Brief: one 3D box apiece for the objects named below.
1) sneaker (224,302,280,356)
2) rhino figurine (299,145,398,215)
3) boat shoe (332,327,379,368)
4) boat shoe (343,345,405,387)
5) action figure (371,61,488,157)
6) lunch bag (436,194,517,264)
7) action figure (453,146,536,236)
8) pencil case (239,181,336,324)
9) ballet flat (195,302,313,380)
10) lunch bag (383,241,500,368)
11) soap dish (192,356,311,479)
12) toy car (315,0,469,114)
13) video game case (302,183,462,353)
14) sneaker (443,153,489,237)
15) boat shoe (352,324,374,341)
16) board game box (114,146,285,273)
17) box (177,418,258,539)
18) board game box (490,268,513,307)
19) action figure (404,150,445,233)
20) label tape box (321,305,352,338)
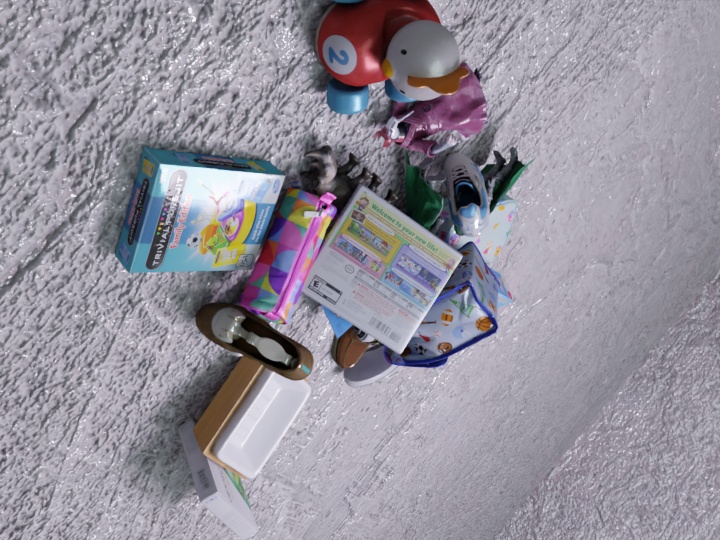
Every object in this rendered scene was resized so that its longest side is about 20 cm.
[{"bbox_3d":[-0.140,0.055,1.123,0.200,0.080,0.071,-46,143,-10],"label":"sneaker"},{"bbox_3d":[-0.025,-0.130,1.099,0.088,0.060,0.199,-46,143,10],"label":"rhino figurine"},{"bbox_3d":[0.009,0.110,1.347,0.071,0.068,0.203,-3,124,-46],"label":"boat shoe"},{"bbox_3d":[0.043,0.196,1.468,0.198,0.071,0.067,-30,137,-40],"label":"boat shoe"},{"bbox_3d":[0.101,-0.247,1.133,0.197,0.136,0.149,-26,-177,-12],"label":"action figure"},{"bbox_3d":[0.211,-0.079,1.396,0.197,0.077,0.163,-22,135,-34],"label":"lunch bag"},{"bbox_3d":[0.222,-0.138,1.289,0.055,0.117,0.201,48,61,-25],"label":"action figure"},{"bbox_3d":[-0.104,-0.024,1.045,0.088,0.087,0.204,30,80,-55],"label":"pencil case"},{"bbox_3d":[-0.158,0.098,1.037,0.069,0.197,0.072,-59,170,-9],"label":"ballet flat"},{"bbox_3d":[0.134,0.072,1.222,0.198,0.125,0.171,-31,-166,21],"label":"lunch bag"},{"bbox_3d":[-0.181,0.235,1.208,0.202,0.080,0.158,-56,148,-16],"label":"soap dish"},{"bbox_3d":[0.051,-0.272,0.911,0.173,0.201,0.187,-16,132,-18],"label":"toy car"},{"bbox_3d":[0.031,0.000,1.097,0.198,0.022,0.184,32,94,-15],"label":"video game case"},{"bbox_3d":[0.177,-0.143,1.214,0.070,0.202,0.073,-13,133,7],"label":"sneaker"},{"bbox_3d":[-0.005,0.020,1.139,0.067,0.073,0.204,-8,116,-26],"label":"boat shoe"},{"bbox_3d":[-0.209,-0.074,0.955,0.198,0.047,0.153,-3,123,-47],"label":"board game box"},{"bbox_3d":[-0.241,0.359,1.227,0.036,0.145,0.202,-26,142,-7],"label":"box"},{"bbox_3d":[0.176,0.060,1.405,0.193,0.057,0.199,-27,158,21],"label":"board game box"},{"bbox_3d":[0.108,-0.100,1.240,0.054,0.119,0.202,-18,147,-16],"label":"action figure"},{"bbox_3d":[0.000,0.000,1.242,0.199,0.063,0.145,-39,143,-14],"label":"label tape box"}]
